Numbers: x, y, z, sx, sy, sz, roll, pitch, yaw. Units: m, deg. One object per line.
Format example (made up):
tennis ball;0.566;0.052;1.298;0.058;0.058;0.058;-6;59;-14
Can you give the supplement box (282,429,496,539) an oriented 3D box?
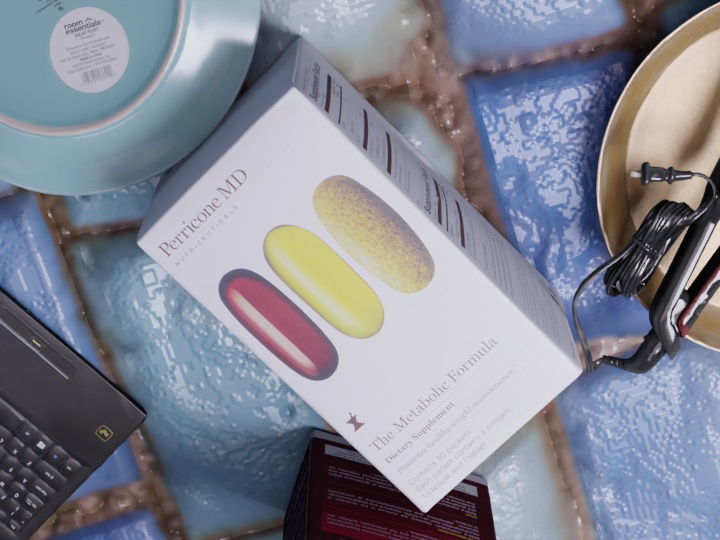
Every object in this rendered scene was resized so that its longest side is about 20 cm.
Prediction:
supplement box;0.015;0.164;0.847;0.108;0.200;0.061;17;110;-6

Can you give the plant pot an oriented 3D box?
plant pot;0.219;-0.051;0.861;0.198;0.028;0.202;0;111;-1

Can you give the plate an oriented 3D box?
plate;-0.147;-0.135;0.808;0.198;0.026;0.202;2;101;9

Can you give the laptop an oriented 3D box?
laptop;-0.246;0.106;0.877;0.177;0.103;0.200;42;105;-14

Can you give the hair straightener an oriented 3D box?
hair straightener;0.164;-0.030;0.840;0.077;0.041;0.201;29;112;-10

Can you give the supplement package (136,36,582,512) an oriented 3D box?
supplement package;0.000;0.000;0.834;0.200;0.110;0.114;43;104;-14
